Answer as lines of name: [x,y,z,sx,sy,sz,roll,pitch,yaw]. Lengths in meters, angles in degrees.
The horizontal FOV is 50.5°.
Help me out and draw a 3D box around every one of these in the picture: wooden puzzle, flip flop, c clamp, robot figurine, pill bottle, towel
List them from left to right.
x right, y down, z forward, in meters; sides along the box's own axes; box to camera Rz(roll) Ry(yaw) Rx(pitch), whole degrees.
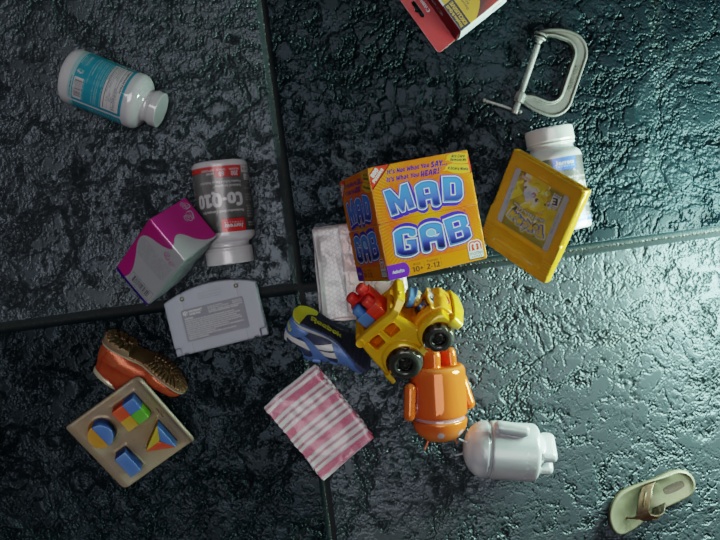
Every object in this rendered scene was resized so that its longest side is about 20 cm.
pill bottle: [-0.488,-0.354,1.520,0.197,0.111,0.112,22,93,-1]
wooden puzzle: [-0.470,0.339,1.557,0.199,0.046,0.186,-33,111,7]
pill bottle: [-0.271,-0.114,1.526,0.112,0.114,0.204,-7,93,2]
towel: [-0.087,0.315,1.586,0.146,0.030,0.201,-40,91,2]
towel: [0.000,0.000,1.567,0.187,0.032,0.204,-6,94,1]
robot figurine: [0.159,0.255,1.535,0.115,0.143,0.204,-2,93,23]
robot figurine: [0.292,0.363,1.538,0.196,0.114,0.172,3,127,1]
c clamp: [0.363,-0.400,1.540,0.169,0.027,0.203,24,94,0]
pill bottle: [0.386,-0.179,1.508,0.112,0.114,0.204,-10,93,2]
flip flop: [0.598,0.475,1.565,0.198,0.058,0.082,-26,92,2]

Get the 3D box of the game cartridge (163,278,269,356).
game cartridge: [-0.298,0.090,1.577,0.197,0.042,0.135,-13,88,2]

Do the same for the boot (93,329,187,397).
boot: [-0.455,0.217,1.576,0.198,0.075,0.108,32,106,-1]

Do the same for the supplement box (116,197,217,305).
supplement box: [-0.379,-0.034,1.487,0.102,0.103,0.200,50,136,-1]

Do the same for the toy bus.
toy bus: [0.074,0.085,1.482,0.199,0.136,0.192,-40,110,20]

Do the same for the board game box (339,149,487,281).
board game box: [0.094,-0.098,1.451,0.197,0.200,0.203,-12,92,-16]

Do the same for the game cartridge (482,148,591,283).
game cartridge: [0.331,-0.106,1.477,0.176,0.032,0.202,38,122,33]

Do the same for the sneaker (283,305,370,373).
sneaker: [-0.068,0.152,1.557,0.199,0.074,0.082,35,121,-10]

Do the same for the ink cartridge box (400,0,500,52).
ink cartridge box: [0.169,-0.568,1.507,0.175,0.084,0.201,-38,92,3]
